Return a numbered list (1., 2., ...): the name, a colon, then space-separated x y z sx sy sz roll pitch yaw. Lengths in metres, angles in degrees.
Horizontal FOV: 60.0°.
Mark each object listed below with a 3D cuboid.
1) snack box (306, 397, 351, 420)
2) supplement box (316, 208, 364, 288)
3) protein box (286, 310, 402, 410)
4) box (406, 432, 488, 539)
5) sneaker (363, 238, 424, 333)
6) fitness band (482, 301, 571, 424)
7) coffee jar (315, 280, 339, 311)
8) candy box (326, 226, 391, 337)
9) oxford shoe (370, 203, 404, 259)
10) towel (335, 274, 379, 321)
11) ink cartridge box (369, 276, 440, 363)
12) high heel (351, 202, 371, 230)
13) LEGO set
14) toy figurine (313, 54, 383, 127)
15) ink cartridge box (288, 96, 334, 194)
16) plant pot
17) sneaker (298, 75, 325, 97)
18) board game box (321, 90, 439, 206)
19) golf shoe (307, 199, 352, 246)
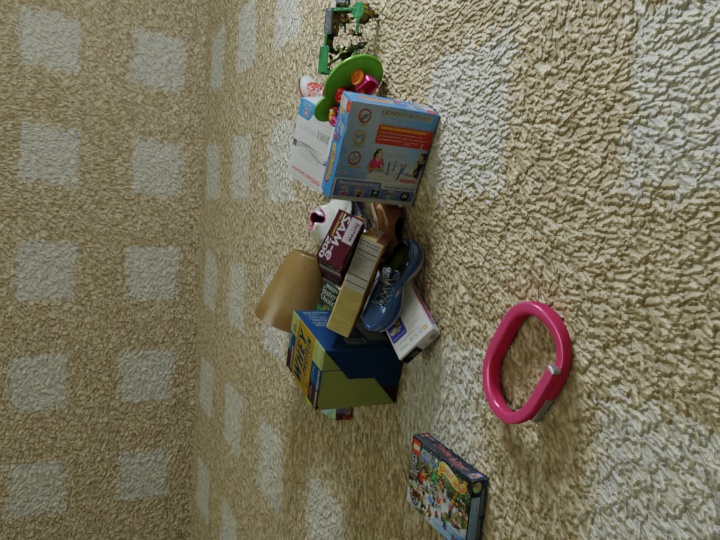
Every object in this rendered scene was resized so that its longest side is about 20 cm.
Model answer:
1. snack box: -0.084 0.294 1.630 0.199 0.052 0.147 7 96 63
2. supplement box: -0.038 -0.038 1.281 0.200 0.060 0.111 91 -156 -77
3. protein box: -0.038 0.190 1.382 0.200 0.193 0.139 39 123 57
4. box: 0.156 0.409 1.160 0.199 0.037 0.141 20 107 62
5. sneaker: 0.054 0.025 1.235 0.077 0.089 0.204 22 83 29
6. fitness band: 0.253 0.146 0.973 0.145 0.036 0.204 60 140 46
7. coffee jar: -0.052 0.064 1.526 0.103 0.084 0.205 31 119 36
8. candy box: -0.002 0.022 1.272 0.115 0.054 0.205 -49 -19 -74
9. oxford shoe: 0.064 -0.128 1.353 0.070 0.071 0.206 -16 71 31
10. towel: 0.000 0.000 1.400 0.148 0.024 0.201 -52 53 14
11. ink cartridge box: 0.084 0.081 1.276 0.095 0.037 0.202 -44 47 19
12. high heel: -0.040 -0.065 1.525 0.203 0.070 0.144 -61 31 29
13. LEGO set: -0.017 -0.541 1.498 0.150 0.115 0.207 4 98 34
14. toy figurine: 0.000 -0.336 1.381 0.199 0.148 0.188 -38 63 26
15. ink cartridge box: -0.098 -0.319 1.591 0.143 0.083 0.205 36 124 32
16. plant pot: -0.173 0.052 1.714 0.186 0.183 0.205 30 101 60
17. sneaker: -0.107 -0.478 1.687 0.108 0.066 0.206 -51 48 49
18. board game box: 0.037 -0.236 1.241 0.056 0.195 0.200 54 135 51
19. golf shoe: -0.071 -0.130 1.453 0.075 0.091 0.203 -37 28 31
